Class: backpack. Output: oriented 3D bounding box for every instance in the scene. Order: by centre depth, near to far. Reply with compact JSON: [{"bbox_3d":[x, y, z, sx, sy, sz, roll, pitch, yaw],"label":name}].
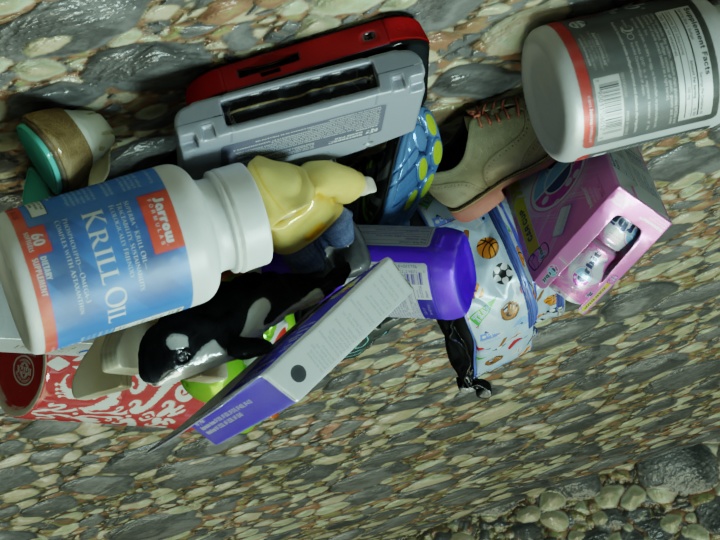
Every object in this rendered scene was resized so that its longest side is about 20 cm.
[{"bbox_3d":[0.113,-0.004,1.944,0.153,0.201,0.191,-31,164,0],"label":"backpack"}]

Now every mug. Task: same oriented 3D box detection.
[{"bbox_3d":[-0.262,0.101,1.992,0.199,0.135,0.177,3,152,-41],"label":"mug"}]

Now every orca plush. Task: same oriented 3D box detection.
[{"bbox_3d":[-0.097,0.021,1.618,0.199,0.072,0.105,-20,-157,-22],"label":"orca plush"}]

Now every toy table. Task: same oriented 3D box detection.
[{"bbox_3d":[-0.172,0.033,1.734,0.199,0.118,0.183,-19,166,34],"label":"toy table"}]

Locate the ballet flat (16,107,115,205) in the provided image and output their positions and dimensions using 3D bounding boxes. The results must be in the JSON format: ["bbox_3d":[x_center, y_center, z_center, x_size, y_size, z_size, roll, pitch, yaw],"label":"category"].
[{"bbox_3d":[-0.227,-0.085,1.586,0.072,0.068,0.200,-33,166,-18],"label":"ballet flat"}]

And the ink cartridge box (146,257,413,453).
[{"bbox_3d":[-0.068,0.085,1.669,0.200,0.044,0.198,-40,-177,-27],"label":"ink cartridge box"}]

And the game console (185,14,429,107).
[{"bbox_3d":[-0.040,-0.140,1.643,0.198,0.031,0.177,-16,162,-3],"label":"game console"}]

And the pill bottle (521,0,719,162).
[{"bbox_3d":[0.244,-0.167,1.696,0.198,0.117,0.116,-14,162,-13],"label":"pill bottle"}]

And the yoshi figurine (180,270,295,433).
[{"bbox_3d":[-0.120,0.051,1.879,0.111,0.201,0.113,-1,143,3],"label":"yoshi figurine"}]

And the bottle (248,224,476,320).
[{"bbox_3d":[0.000,0.000,1.787,0.198,0.066,0.084,2,136,20],"label":"bottle"}]

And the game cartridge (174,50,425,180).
[{"bbox_3d":[-0.050,-0.116,1.605,0.198,0.041,0.133,-15,162,-8],"label":"game cartridge"}]

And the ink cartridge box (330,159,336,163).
[{"bbox_3d":[-0.125,-0.051,1.777,0.198,0.047,0.198,-9,168,-7],"label":"ink cartridge box"}]

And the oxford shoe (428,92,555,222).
[{"bbox_3d":[0.132,-0.124,1.798,0.075,0.071,0.200,35,116,-26],"label":"oxford shoe"}]

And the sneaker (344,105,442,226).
[{"bbox_3d":[0.014,-0.075,1.816,0.071,0.083,0.200,-38,162,-37],"label":"sneaker"}]

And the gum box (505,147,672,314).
[{"bbox_3d":[0.195,-0.062,1.782,0.066,0.201,0.114,31,113,-23],"label":"gum box"}]

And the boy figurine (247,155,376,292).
[{"bbox_3d":[-0.044,-0.045,1.659,0.124,0.065,0.200,-30,159,1],"label":"boy figurine"}]

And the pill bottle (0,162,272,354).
[{"bbox_3d":[-0.173,-0.017,1.545,0.198,0.113,0.112,-19,163,-16],"label":"pill bottle"}]

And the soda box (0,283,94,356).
[{"bbox_3d":[-0.262,0.039,1.829,0.198,0.069,0.064,4,166,-26],"label":"soda box"}]

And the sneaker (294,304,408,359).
[{"bbox_3d":[-0.010,0.042,1.949,0.199,0.076,0.079,-18,155,39],"label":"sneaker"}]
